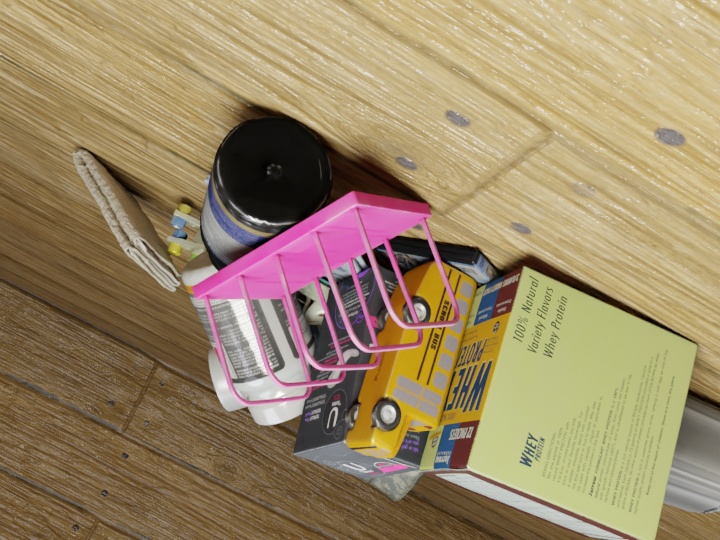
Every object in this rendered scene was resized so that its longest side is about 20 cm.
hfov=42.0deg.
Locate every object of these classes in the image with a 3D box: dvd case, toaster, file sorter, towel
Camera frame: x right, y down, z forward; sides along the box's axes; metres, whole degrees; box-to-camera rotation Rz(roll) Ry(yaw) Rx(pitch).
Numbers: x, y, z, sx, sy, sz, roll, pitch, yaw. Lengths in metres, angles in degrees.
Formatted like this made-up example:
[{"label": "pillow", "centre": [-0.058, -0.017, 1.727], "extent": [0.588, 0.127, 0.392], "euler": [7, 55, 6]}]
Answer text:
[{"label": "dvd case", "centre": [0.117, 0.023, 1.052], "extent": [0.141, 0.018, 0.200], "euler": [12, 159, 42]}, {"label": "toaster", "centre": [0.364, 0.204, 1.069], "extent": [0.127, 0.115, 0.200], "euler": [20, 161, 6]}, {"label": "file sorter", "centre": [-0.027, 0.033, 0.874], "extent": [0.198, 0.127, 0.138], "euler": [-28, 164, 29]}, {"label": "towel", "centre": [-0.308, -0.068, 1.249], "extent": [0.201, 0.034, 0.133], "euler": [52, 177, 31]}]

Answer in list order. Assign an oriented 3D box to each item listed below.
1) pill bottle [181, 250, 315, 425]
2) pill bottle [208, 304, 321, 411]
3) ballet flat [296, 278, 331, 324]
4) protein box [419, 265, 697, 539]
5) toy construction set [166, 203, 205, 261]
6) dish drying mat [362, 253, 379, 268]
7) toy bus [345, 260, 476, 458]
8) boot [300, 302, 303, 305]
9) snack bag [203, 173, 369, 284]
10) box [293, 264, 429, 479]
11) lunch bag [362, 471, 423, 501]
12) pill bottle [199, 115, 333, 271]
[{"label": "pill bottle", "centre": [-0.119, 0.067, 1.086], "extent": [0.116, 0.116, 0.203], "euler": [1, 116, 55]}, {"label": "pill bottle", "centre": [-0.096, 0.115, 1.255], "extent": [0.197, 0.121, 0.120], "euler": [-18, 155, 4]}, {"label": "ballet flat", "centre": [-0.074, 0.032, 1.158], "extent": [0.198, 0.063, 0.068], "euler": [31, 165, 4]}, {"label": "protein box", "centre": [0.192, 0.136, 0.927], "extent": [0.197, 0.201, 0.135], "euler": [23, 163, -11]}, {"label": "toy construction set", "centre": [-0.160, -0.010, 1.255], "extent": [0.198, 0.093, 0.131], "euler": [33, 167, 17]}, {"label": "dish drying mat", "centre": [0.000, 0.000, 1.155], "extent": [0.076, 0.018, 0.200], "euler": [15, 160, 37]}, {"label": "toy bus", "centre": [0.051, 0.092, 0.951], "extent": [0.077, 0.203, 0.065], "euler": [27, 158, -22]}, {"label": "boot", "centre": [-0.134, 0.064, 1.356], "extent": [0.197, 0.070, 0.174], "euler": [23, -173, 18]}, {"label": "snack bag", "centre": [-0.072, -0.035, 1.106], "extent": [0.198, 0.022, 0.189], "euler": [23, 163, 29]}, {"label": "box", "centre": [0.014, 0.115, 1.041], "extent": [0.105, 0.203, 0.122], "euler": [23, 154, -23]}, {"label": "lunch bag", "centre": [0.043, 0.216, 1.425], "extent": [0.166, 0.201, 0.140], "euler": [34, 135, 0]}, {"label": "pill bottle", "centre": [-0.100, -0.058, 0.926], "extent": [0.111, 0.113, 0.200], "euler": [27, 157, -5]}]
